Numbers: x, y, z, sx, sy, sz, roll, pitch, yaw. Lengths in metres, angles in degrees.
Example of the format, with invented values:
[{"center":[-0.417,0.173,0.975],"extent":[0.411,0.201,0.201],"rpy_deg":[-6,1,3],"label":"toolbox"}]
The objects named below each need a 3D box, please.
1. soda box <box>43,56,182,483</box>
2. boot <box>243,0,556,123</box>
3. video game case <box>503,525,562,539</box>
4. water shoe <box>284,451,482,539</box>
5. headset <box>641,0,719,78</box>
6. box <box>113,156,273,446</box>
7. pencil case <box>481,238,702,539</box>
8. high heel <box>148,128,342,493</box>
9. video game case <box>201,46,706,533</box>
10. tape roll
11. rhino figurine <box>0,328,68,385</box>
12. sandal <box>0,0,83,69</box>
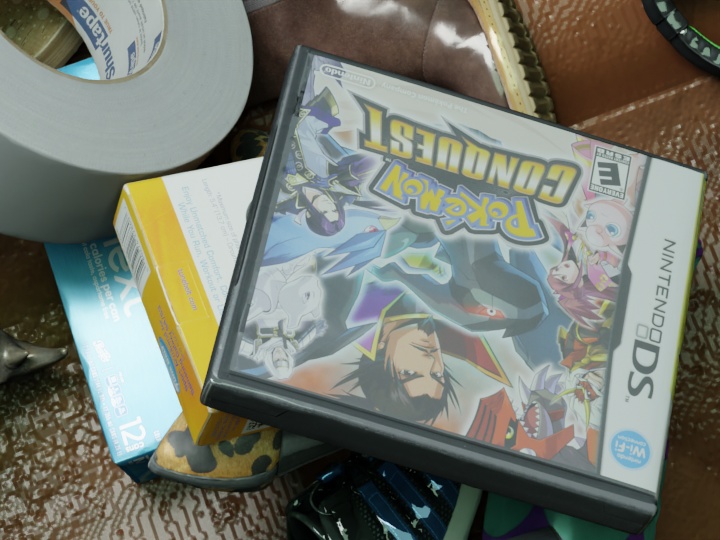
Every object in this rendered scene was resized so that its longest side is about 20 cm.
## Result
[{"center":[-0.115,-0.002,1.290],"extent":[0.068,0.064,0.201],"rpy_deg":[-19,76,1],"label":"soda box"},{"center":[-0.005,-0.109,1.315],"extent":[0.166,0.072,0.200],"rpy_deg":[-27,76,12],"label":"boot"},{"center":[0.024,0.232,1.175],"extent":[0.180,0.026,0.201],"rpy_deg":[-16,110,-5],"label":"video game case"},{"center":[0.008,0.111,1.234],"extent":[0.079,0.071,0.201],"rpy_deg":[16,77,-26],"label":"water shoe"},{"center":[0.177,-0.185,1.312],"extent":[0.123,0.094,0.200],"rpy_deg":[-34,91,-7],"label":"headset"},{"center":[0.000,0.000,1.188],"extent":[0.199,0.042,0.119],"rpy_deg":[-11,64,-24],"label":"box"},{"center":[0.110,0.072,1.238],"extent":[0.085,0.092,0.201],"rpy_deg":[1,78,39],"label":"pencil case"},{"center":[-0.062,0.013,1.231],"extent":[0.142,0.072,0.200],"rpy_deg":[-18,52,-19],"label":"high heel"},{"center":[0.046,0.006,1.151],"extent":[0.199,0.026,0.181],"rpy_deg":[17,58,-6],"label":"video game case"},{"center":[-0.151,-0.114,1.215],"extent":[0.200,0.066,0.201],"rpy_deg":[21,48,-25],"label":"tape roll"},{"center":[-0.241,0.044,1.280],"extent":[0.199,0.087,0.060],"rpy_deg":[0,77,6],"label":"rhino figurine"},{"center":[-0.141,-0.199,1.328],"extent":[0.077,0.070,0.212],"rpy_deg":[24,81,32],"label":"sandal"}]
